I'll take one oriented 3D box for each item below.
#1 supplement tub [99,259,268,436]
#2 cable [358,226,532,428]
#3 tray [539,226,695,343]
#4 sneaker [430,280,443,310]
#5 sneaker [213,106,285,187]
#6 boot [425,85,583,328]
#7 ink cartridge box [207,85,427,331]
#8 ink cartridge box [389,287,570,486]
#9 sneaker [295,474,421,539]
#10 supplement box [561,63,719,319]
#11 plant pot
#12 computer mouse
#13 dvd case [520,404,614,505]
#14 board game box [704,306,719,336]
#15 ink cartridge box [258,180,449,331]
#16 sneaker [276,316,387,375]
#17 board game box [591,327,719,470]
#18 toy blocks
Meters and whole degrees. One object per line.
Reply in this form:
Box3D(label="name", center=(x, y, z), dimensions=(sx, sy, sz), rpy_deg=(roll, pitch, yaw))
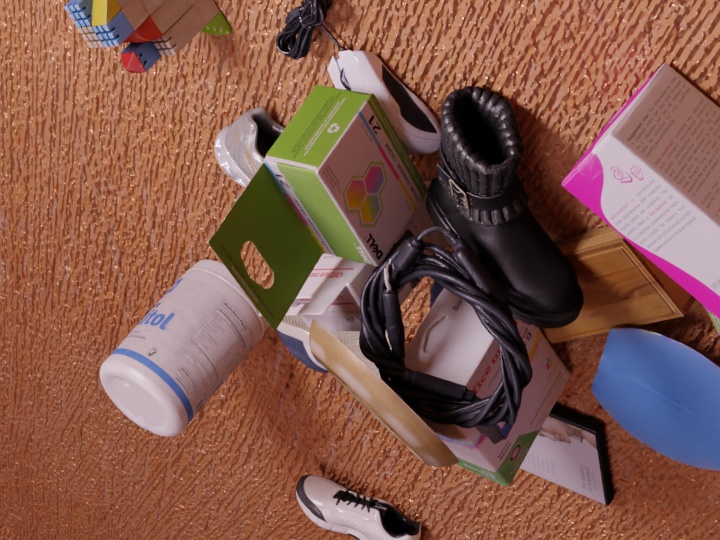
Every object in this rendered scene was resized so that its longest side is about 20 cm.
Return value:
Box3D(label="supplement tub", center=(-0.220, 0.098, 2.110), dimensions=(0.132, 0.200, 0.132), rpy_deg=(28, 148, 19))
Box3D(label="cable", center=(0.078, 0.070, 1.587), dimensions=(0.163, 0.051, 0.200), rpy_deg=(-41, 78, 30))
Box3D(label="tray", center=(0.228, 0.014, 1.646), dimensions=(0.099, 0.037, 0.200), rpy_deg=(49, 149, -15))
Box3D(label="sneaker", center=(0.101, 0.073, 1.839), dimensions=(0.078, 0.070, 0.201), rpy_deg=(28, 145, 43))
Box3D(label="sneaker", center=(-0.069, -0.093, 1.809), dimensions=(0.200, 0.076, 0.092), rpy_deg=(42, 146, -5))
Box3D(label="boot", center=(0.139, -0.057, 1.567), dimensions=(0.211, 0.079, 0.158), rpy_deg=(46, 151, 20))
Box3D(label="ink cartridge box", center=(-0.037, -0.053, 1.604), dimensions=(0.076, 0.200, 0.148), rpy_deg=(13, 150, 38))
Box3D(label="ink cartridge box", center=(0.125, 0.115, 1.736), dimensions=(0.087, 0.146, 0.200), rpy_deg=(22, 163, 34))
Box3D(label="sneaker", center=(0.002, 0.334, 2.325), dimensions=(0.199, 0.074, 0.080), rpy_deg=(29, 135, 11))
Box3D(label="supplement box", center=(0.287, -0.060, 1.410), dimensions=(0.200, 0.103, 0.101), rpy_deg=(39, 152, -1))
Box3D(label="plant pot", center=(0.017, 0.126, 1.640), dimensions=(0.200, 0.027, 0.200), rpy_deg=(45, 175, 5))
Box3D(label="computer mouse", center=(0.000, -0.180, 1.636), dimensions=(0.200, 0.044, 0.110), rpy_deg=(46, 149, -9))
Box3D(label="dvd case", center=(0.198, 0.191, 1.939), dimensions=(0.199, 0.018, 0.143), rpy_deg=(21, 146, 31))
Box3D(label="board game box", center=(0.411, 0.100, 1.560), dimensions=(0.120, 0.032, 0.200), rpy_deg=(-3, 129, 45))
Box3D(label="ink cartridge box", center=(0.000, 0.000, 1.721), dimensions=(0.116, 0.200, 0.068), rpy_deg=(-3, 130, 51))
Box3D(label="sneaker", center=(-0.021, 0.098, 2.015), dimensions=(0.200, 0.075, 0.085), rpy_deg=(30, 149, 37))
Box3D(label="board game box", center=(0.317, 0.117, 1.678), dimensions=(0.158, 0.039, 0.200), rpy_deg=(30, 149, 17))
Box3D(label="toy blocks", center=(-0.234, -0.279, 1.676), dimensions=(0.100, 0.137, 0.200), rpy_deg=(4, 135, 46))
